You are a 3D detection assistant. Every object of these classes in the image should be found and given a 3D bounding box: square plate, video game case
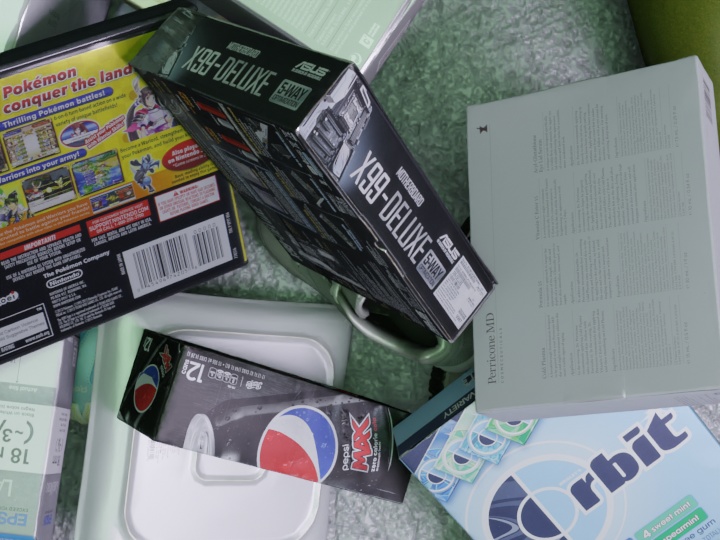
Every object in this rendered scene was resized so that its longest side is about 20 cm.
[{"bbox_3d":[-0.094,0.118,0.841,0.197,0.028,0.201,6,92,-33],"label":"square plate"},{"bbox_3d":[-0.174,-0.048,0.722,0.199,0.025,0.182,-23,125,-22],"label":"video game case"}]

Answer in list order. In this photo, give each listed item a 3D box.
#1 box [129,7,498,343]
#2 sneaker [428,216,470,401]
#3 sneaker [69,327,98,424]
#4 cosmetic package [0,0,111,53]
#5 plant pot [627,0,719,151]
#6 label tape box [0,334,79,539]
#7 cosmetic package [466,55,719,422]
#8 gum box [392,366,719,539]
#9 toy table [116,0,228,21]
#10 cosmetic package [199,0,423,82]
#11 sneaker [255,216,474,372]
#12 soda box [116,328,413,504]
[{"bbox_3d":[-0.025,-0.054,0.703,0.050,0.157,0.200,-51,135,-13],"label":"box"},{"bbox_3d":[0.109,0.035,0.883,0.088,0.077,0.201,11,91,-33],"label":"sneaker"},{"bbox_3d":[-0.200,0.095,0.858,0.200,0.080,0.131,-36,92,1],"label":"sneaker"},{"bbox_3d":[-0.239,-0.195,0.782,0.122,0.199,0.201,20,92,-2],"label":"cosmetic package"},{"bbox_3d":[0.274,-0.162,0.817,0.199,0.200,0.194,-9,104,-1],"label":"plant pot"},{"bbox_3d":[-0.269,0.129,0.774,0.143,0.063,0.201,7,82,-5],"label":"label tape box"},{"bbox_3d":[0.143,-0.015,0.729,0.150,0.052,0.201,-8,72,26],"label":"cosmetic package"},{"bbox_3d":[0.148,0.133,0.814,0.170,0.045,0.200,-38,110,9],"label":"gum box"},{"bbox_3d":[-0.083,-0.147,0.832,0.199,0.117,0.185,18,92,-2],"label":"toy table"},{"bbox_3d":[-0.062,-0.191,0.721,0.200,0.107,0.090,36,91,-3],"label":"cosmetic package"},{"bbox_3d":[0.000,0.000,0.828,0.199,0.092,0.076,31,101,23],"label":"sneaker"},{"bbox_3d":[-0.055,0.100,0.805,0.199,0.071,0.064,20,85,-32],"label":"soda box"}]
